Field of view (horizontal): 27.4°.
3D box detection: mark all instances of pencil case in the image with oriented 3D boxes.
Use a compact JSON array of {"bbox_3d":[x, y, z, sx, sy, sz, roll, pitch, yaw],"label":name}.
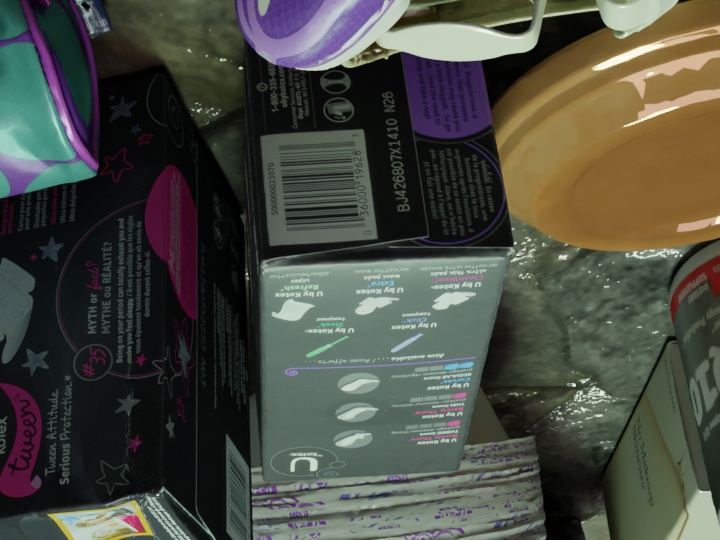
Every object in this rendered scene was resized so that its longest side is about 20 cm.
[{"bbox_3d":[-0.200,-0.065,0.587,0.197,0.085,0.094,-11,109,10],"label":"pencil case"}]

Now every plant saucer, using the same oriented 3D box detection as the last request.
[{"bbox_3d":[0.151,-0.057,0.670,0.197,0.038,0.201,-7,158,-3],"label":"plant saucer"}]

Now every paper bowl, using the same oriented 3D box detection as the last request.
[{"bbox_3d":[0.004,0.115,0.843,0.197,0.106,0.201,-5,174,0],"label":"paper bowl"}]

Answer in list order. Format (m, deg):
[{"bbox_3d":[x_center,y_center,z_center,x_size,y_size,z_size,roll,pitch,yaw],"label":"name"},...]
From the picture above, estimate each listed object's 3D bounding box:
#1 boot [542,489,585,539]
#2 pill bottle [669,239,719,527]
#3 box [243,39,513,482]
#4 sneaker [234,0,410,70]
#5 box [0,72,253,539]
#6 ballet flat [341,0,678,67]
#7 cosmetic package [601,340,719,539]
[{"bbox_3d":[0.116,0.236,1.120,0.130,0.071,0.200,-15,148,16],"label":"boot"},{"bbox_3d":[0.237,0.086,0.785,0.112,0.202,0.114,-4,148,-3],"label":"pill bottle"},{"bbox_3d":[0.000,0.000,0.685,0.104,0.124,0.201,-3,147,-5],"label":"box"},{"bbox_3d":[-0.006,-0.143,0.482,0.080,0.083,0.201,38,136,9],"label":"sneaker"},{"bbox_3d":[-0.118,0.039,0.654,0.113,0.202,0.133,-9,148,9],"label":"box"},{"bbox_3d":[0.077,-0.115,0.572,0.197,0.070,0.070,-9,148,4],"label":"ballet flat"},{"bbox_3d":[0.216,0.137,0.954,0.072,0.105,0.201,-2,146,-5],"label":"cosmetic package"}]
